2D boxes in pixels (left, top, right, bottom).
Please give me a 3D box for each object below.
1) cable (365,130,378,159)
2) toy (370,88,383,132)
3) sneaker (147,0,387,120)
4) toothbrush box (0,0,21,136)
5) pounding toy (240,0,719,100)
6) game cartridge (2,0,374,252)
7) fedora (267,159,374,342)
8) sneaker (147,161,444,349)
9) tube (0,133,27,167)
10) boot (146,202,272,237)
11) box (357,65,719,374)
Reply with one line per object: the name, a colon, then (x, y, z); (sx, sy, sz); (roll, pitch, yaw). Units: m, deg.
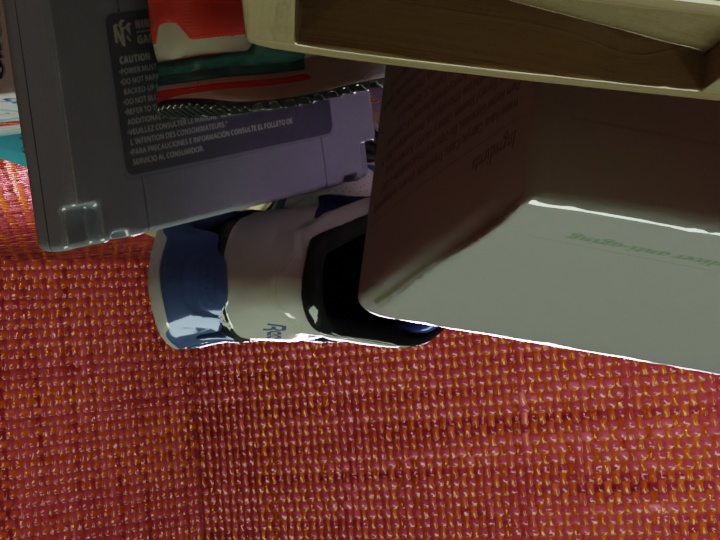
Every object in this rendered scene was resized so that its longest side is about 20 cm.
cable: (0.038, -0.073, 1.203); (0.050, 0.097, 0.200); (-33, 177, 35)
toy: (0.042, -0.121, 1.165); (0.200, 0.115, 0.047); (-14, 142, -51)
sneaker: (-0.010, -0.122, 0.954); (0.200, 0.093, 0.070); (-18, -169, -43)
toothbrush box: (-0.185, -0.106, 1.032); (0.200, 0.085, 0.146); (-7, 178, 27)
pounding toy: (0.073, -0.131, 0.645); (0.200, 0.142, 0.184); (6, 177, -2)
game cartridge: (-0.070, -0.090, 0.969); (0.042, 0.133, 0.200); (-6, -174, 39)
fedora: (-0.032, -0.055, 1.263); (0.201, 0.201, 0.092); (-7, -149, 46)
sneaker: (0.000, 0.000, 1.048); (0.115, 0.081, 0.199); (4, -169, 25)
tube: (-0.145, -0.074, 1.119); (0.200, 0.077, 0.050); (21, -154, 25)
boot: (-0.129, -0.083, 1.163); (0.166, 0.072, 0.200); (38, 155, -20)
box: (0.125, -0.065, 0.855); (0.199, 0.171, 0.200); (10, 166, -14)
